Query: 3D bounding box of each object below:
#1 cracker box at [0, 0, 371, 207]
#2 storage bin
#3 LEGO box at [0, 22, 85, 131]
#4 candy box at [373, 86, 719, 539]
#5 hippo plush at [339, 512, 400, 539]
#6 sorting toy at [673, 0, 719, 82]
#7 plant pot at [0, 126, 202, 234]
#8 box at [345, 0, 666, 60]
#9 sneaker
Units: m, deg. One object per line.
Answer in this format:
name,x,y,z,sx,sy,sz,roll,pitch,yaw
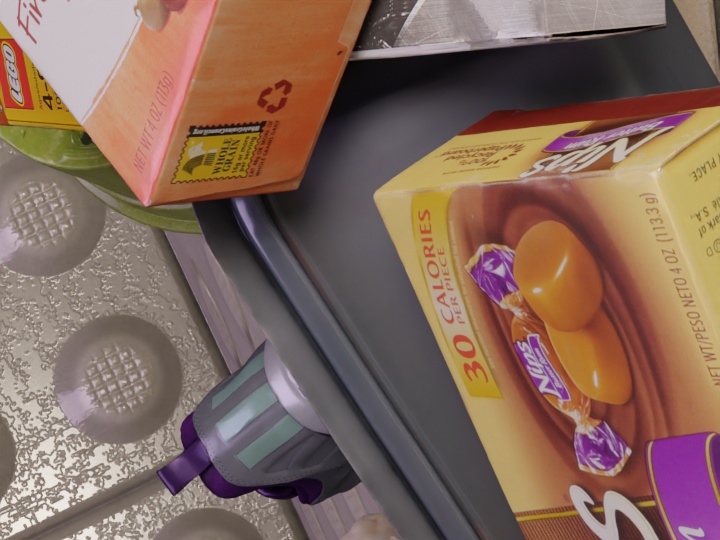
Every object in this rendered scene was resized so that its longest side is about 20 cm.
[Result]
cracker box,-0.069,-0.132,0.590,0.200,0.057,0.135,50,132,35
storage bin,0.066,0.000,0.667,0.201,0.134,0.146,58,-153,-13
LEGO box,-0.090,-0.156,0.751,0.148,0.077,0.202,9,111,56
candy box,0.092,0.054,0.557,0.116,0.056,0.202,-1,116,55
hippo plush,0.053,0.150,1.084,0.159,0.200,0.162,36,150,24
sorting toy,0.047,-0.078,0.754,0.199,0.036,0.186,21,137,38
plant pot,-0.109,-0.115,1.045,0.202,0.199,0.190,64,-166,3
box,0.006,-0.159,0.576,0.158,0.048,0.202,4,101,51
sneaker,0.005,0.046,0.770,0.199,0.087,0.075,8,-130,-59
